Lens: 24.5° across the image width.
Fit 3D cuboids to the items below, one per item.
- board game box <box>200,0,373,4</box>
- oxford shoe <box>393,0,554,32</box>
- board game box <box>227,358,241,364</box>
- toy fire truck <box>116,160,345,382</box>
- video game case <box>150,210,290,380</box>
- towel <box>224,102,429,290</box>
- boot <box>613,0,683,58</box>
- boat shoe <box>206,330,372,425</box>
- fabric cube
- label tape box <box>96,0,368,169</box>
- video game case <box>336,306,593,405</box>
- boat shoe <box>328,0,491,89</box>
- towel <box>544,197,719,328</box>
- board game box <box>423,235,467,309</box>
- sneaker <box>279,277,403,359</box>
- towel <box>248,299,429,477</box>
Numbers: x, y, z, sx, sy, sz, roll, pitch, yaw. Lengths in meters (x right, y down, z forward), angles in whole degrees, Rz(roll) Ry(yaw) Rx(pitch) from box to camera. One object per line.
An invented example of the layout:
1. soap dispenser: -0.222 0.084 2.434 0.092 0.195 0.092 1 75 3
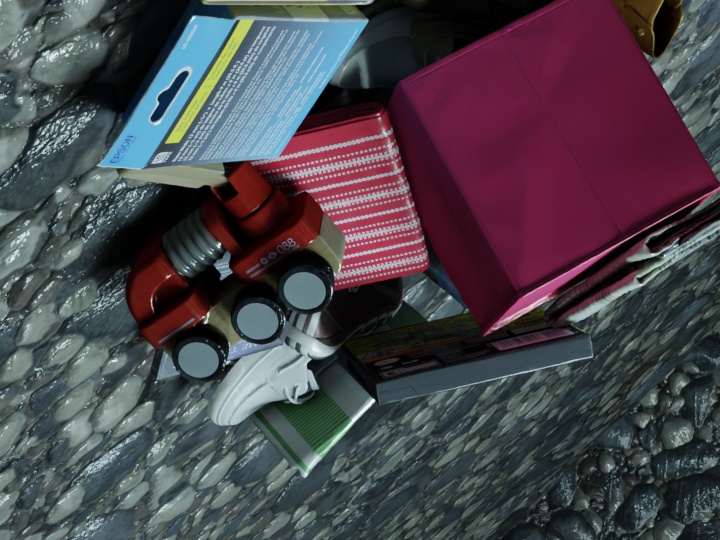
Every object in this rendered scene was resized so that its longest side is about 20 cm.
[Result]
1. board game box: -0.021 -0.264 1.146 0.200 0.057 0.165 -12 146 -54
2. oxford shoe: 0.103 -0.237 1.389 0.200 0.084 0.073 -15 148 -49
3. board game box: -0.100 0.039 1.646 0.126 0.035 0.200 -48 159 14
4. toy fire truck: -0.134 -0.024 1.358 0.176 0.200 0.129 -33 -160 20
5. video game case: -0.111 0.011 1.515 0.143 0.019 0.200 -15 142 -33
6. towel: -0.027 -0.057 1.418 0.144 0.023 0.200 -11 136 7
7. boot: 0.221 -0.238 1.512 0.071 0.144 0.201 -31 158 -24
8. boat shoe: -0.066 0.096 1.673 0.200 0.069 0.072 -40 160 -6
9. fabric cube: 0.150 -0.089 1.394 0.200 0.200 0.196 -28 172 -11
10. label tape box: -0.105 -0.149 1.217 0.200 0.066 0.143 -8 141 -52
11. video game case: 0.091 0.073 1.529 0.200 0.026 0.181 -12 -169 -10
12. boat shoe: 0.049 -0.188 1.407 0.200 0.068 0.075 -24 153 -40
13. towel: 0.275 -0.018 1.448 0.192 0.035 0.200 -26 171 -25
14. board game box: 0.095 -0.065 1.562 0.151 0.200 0.037 -38 134 -12
15. sneaker: 0.000 0.000 1.580 0.200 0.076 0.116 -41 155 -56
16. towel: -0.021 0.105 1.693 0.200 0.153 0.023 -45 126 -3
